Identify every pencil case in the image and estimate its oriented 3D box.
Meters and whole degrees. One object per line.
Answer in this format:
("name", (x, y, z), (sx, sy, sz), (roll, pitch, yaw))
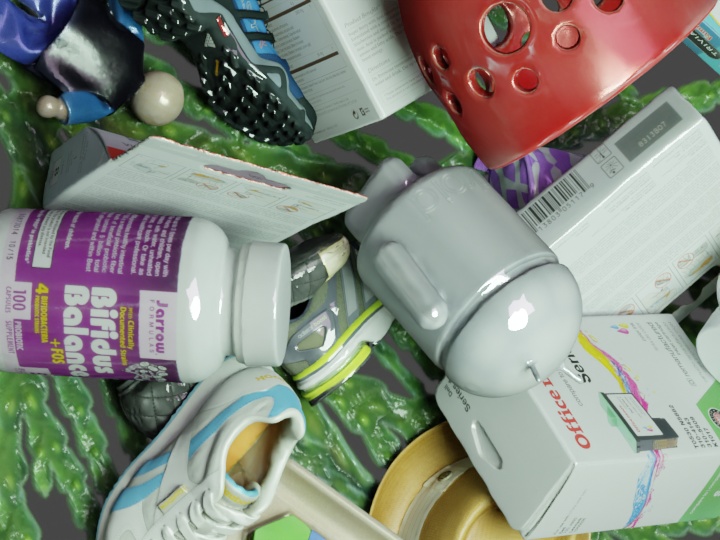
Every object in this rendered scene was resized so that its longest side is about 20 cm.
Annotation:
("pencil case", (0.193, -0.056, 1.806), (0.199, 0.084, 0.086), (5, 47, -28))

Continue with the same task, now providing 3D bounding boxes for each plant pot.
("plant pot", (0.115, -0.197, 1.584), (0.200, 0.200, 0.183), (-41, 99, -24))

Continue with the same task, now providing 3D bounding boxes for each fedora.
("fedora", (0.102, 0.202, 1.726), (0.199, 0.082, 0.202), (3, 83, -27))

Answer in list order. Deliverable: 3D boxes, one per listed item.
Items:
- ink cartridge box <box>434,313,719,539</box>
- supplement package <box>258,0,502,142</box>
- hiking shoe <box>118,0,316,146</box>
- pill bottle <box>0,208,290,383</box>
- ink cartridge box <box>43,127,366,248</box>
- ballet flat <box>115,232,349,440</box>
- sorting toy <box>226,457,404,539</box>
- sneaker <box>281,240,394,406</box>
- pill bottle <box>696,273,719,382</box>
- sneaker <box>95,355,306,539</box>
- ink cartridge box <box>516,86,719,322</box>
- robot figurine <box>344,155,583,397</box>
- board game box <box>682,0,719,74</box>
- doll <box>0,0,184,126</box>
("ink cartridge box", (0.176, 0.111, 1.718), (0.199, 0.084, 0.145), (-1, 45, -38))
("supplement package", (-0.012, -0.215, 1.700), (0.121, 0.120, 0.201), (-31, 98, -25))
("hiking shoe", (-0.086, -0.173, 1.667), (0.200, 0.074, 0.087), (49, 54, -35))
("pill bottle", (-0.149, 0.018, 1.565), (0.198, 0.112, 0.113), (3, 81, 5))
("ink cartridge box", (-0.106, -0.065, 1.581), (0.162, 0.200, 0.057), (14, 68, -24))
("ballet flat", (-0.085, 0.043, 1.646), (0.200, 0.066, 0.057), (-39, 100, -2))
("sorting toy", (-0.042, 0.257, 1.640), (0.185, 0.036, 0.200), (35, 72, 4))
("sneaker", (0.000, 0.000, 1.709), (0.081, 0.074, 0.200), (42, 66, -12))
("pill bottle", (0.338, 0.003, 1.759), (0.111, 0.111, 0.200), (47, 63, -14))
("sneaker", (-0.113, 0.155, 1.600), (0.076, 0.081, 0.201), (27, 99, -36))
("ink cartridge box", (0.214, -0.029, 1.764), (0.162, 0.057, 0.200), (-40, 147, 2))
("robot figurine", (0.076, 0.007, 1.619), (0.169, 0.113, 0.200), (-10, 51, -51))
("board game box", (0.296, -0.257, 1.899), (0.200, 0.047, 0.151), (39, 69, -18))
("doll", (-0.205, -0.169, 1.638), (0.199, 0.048, 0.137), (35, 64, -19))
